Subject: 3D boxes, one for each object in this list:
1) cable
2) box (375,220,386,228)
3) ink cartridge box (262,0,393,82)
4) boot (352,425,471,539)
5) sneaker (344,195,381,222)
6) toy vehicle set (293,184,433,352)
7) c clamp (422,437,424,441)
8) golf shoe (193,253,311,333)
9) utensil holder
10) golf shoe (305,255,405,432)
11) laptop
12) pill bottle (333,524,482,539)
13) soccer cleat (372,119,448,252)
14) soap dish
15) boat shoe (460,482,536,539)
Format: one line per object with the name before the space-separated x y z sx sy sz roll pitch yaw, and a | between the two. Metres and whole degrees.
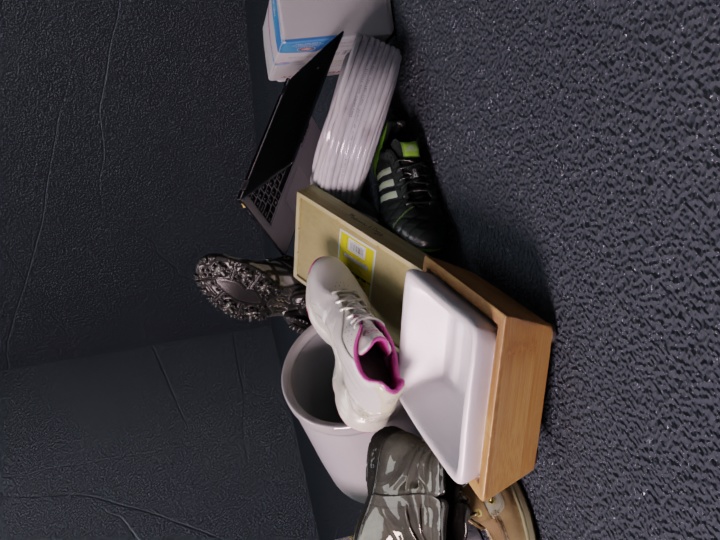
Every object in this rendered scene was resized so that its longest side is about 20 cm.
cable | -0.006 -0.180 0.889 0.200 0.068 0.203 -100 28 -83
box | 0.015 0.058 1.033 0.149 0.106 0.202 -113 18 -48
ink cartridge box | -0.051 -0.322 0.981 0.200 0.142 0.086 -179 80 -78
boot | 0.052 0.261 0.727 0.130 0.067 0.203 3 89 60
sneaker | -0.046 -0.098 1.078 0.078 0.199 0.092 -45 25 24
toy vehicle set | 0.000 0.000 0.841 0.199 0.026 0.125 34 134 30
c clamp | 0.084 0.172 0.839 0.171 0.027 0.203 -42 -47 -65
golf shoe | -0.121 0.018 0.946 0.078 0.198 0.095 -55 27 24
utensil holder | 0.010 0.176 0.917 0.171 0.168 0.201 -111 2 -46
golf shoe | -0.001 0.063 0.774 0.092 0.074 0.202 -54 50 51
laptop | -0.061 -0.146 0.893 0.200 0.114 0.189 56 -135 -53
pill bottle | 0.047 0.359 0.864 0.111 0.197 0.113 171 90 -79
soccer cleat | 0.053 -0.100 0.843 0.201 0.067 0.082 -109 21 -47
soap dish | 0.098 0.086 0.671 0.200 0.080 0.160 -132 44 -70
boat shoe | 0.120 0.222 0.739 0.074 0.065 0.202 98 160 -54
